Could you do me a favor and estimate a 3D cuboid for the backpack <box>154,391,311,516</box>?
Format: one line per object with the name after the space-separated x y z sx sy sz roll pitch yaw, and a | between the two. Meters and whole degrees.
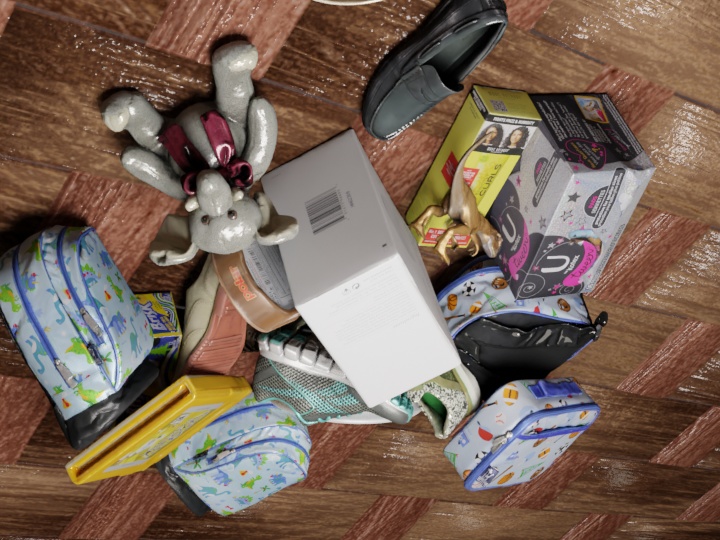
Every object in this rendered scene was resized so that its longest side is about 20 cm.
-0.161 0.240 1.543 0.198 0.154 0.164 -33 136 -5 | backpack

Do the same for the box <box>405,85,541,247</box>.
0.124 -0.113 1.311 0.074 0.051 0.201 3 136 -28 | box

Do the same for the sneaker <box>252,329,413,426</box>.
-0.036 0.142 1.337 0.197 0.078 0.093 23 103 5 | sneaker

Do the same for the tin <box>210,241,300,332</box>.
-0.099 0.004 1.252 0.041 0.113 0.200 -26 179 15 | tin

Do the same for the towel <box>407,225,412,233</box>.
0.037 0.021 1.461 0.085 0.018 0.202 -21 142 -7 | towel

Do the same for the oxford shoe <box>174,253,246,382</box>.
-0.174 0.059 1.345 0.070 0.074 0.202 -2 129 -48 | oxford shoe

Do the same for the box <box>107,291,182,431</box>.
-0.264 0.117 1.388 0.063 0.071 0.202 -3 138 -24 | box

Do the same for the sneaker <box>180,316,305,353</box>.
-0.127 0.064 1.384 0.198 0.076 0.071 -28 142 8 | sneaker

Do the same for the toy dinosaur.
0.108 -0.073 1.280 0.106 0.060 0.201 -44 148 -11 | toy dinosaur

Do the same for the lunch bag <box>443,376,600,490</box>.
0.203 0.198 1.436 0.198 0.076 0.161 1 137 -51 | lunch bag

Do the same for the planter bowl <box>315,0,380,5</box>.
-0.009 -0.335 0.918 0.197 0.136 0.202 -13 142 -10 | planter bowl

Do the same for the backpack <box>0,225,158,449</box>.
-0.295 0.055 1.205 0.153 0.163 0.200 -41 94 14 | backpack

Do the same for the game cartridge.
-0.226 0.182 1.342 0.175 0.033 0.200 -37 167 8 | game cartridge

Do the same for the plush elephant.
-0.145 -0.087 1.130 0.162 0.156 0.201 -19 142 -3 | plush elephant

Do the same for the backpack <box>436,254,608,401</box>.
0.177 0.067 1.465 0.188 0.156 0.201 9 134 -36 | backpack

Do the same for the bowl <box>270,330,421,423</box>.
-0.016 0.119 1.449 0.198 0.200 0.092 0 99 -25 | bowl

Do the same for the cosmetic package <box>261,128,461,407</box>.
0.000 0.000 1.253 0.121 0.201 0.201 -26 136 8 | cosmetic package

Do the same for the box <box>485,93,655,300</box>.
0.229 -0.082 1.330 0.113 0.133 0.202 -6 139 -21 | box

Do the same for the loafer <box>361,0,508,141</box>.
0.072 -0.201 1.167 0.067 0.071 0.201 18 128 -38 | loafer

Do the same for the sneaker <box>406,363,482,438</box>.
0.071 0.116 1.376 0.076 0.089 0.201 -25 109 40 | sneaker
